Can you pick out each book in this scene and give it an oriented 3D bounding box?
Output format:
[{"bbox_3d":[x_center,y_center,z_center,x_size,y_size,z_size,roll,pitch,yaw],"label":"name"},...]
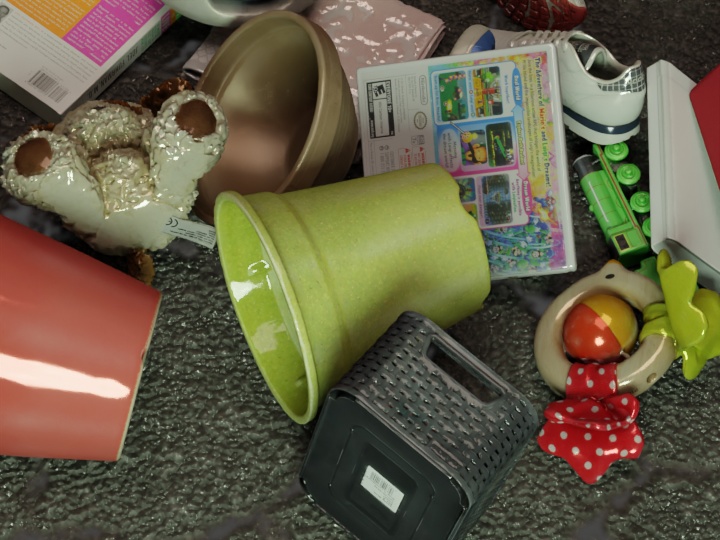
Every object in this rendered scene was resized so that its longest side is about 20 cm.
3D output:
[{"bbox_3d":[-0.269,-0.238,1.817,0.133,0.048,0.200,34,61,15],"label":"book"}]

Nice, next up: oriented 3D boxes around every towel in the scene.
[{"bbox_3d":[-0.045,-0.212,1.824,0.199,0.032,0.192,25,57,12],"label":"towel"}]

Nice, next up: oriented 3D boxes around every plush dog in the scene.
[{"bbox_3d":[-0.214,-0.091,1.680,0.198,0.161,0.172,-15,38,-7],"label":"plush dog"}]

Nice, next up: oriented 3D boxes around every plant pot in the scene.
[{"bbox_3d":[0.000,0.000,1.574,0.183,0.201,0.201,-21,59,-15],"label":"plant pot"},{"bbox_3d":[-0.261,0.063,1.532,0.176,0.201,0.202,15,55,-5],"label":"plant pot"},{"bbox_3d":[-0.067,-0.122,1.697,0.092,0.201,0.202,20,45,-39],"label":"plant pot"}]

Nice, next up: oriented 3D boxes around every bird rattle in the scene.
[{"bbox_3d":[0.217,0.073,1.621,0.200,0.113,0.163,-47,43,0],"label":"bird rattle"}]

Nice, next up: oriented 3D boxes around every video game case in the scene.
[{"bbox_3d":[0.092,-0.090,1.675,0.180,0.024,0.202,-6,82,12],"label":"video game case"}]

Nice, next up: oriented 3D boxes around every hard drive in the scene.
[{"bbox_3d":[0.308,-0.078,1.717,0.131,0.026,0.201,31,47,-33],"label":"hard drive"}]

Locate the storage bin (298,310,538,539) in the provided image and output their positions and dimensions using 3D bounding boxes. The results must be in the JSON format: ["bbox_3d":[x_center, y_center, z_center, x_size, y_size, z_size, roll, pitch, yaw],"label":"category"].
[{"bbox_3d":[0.041,0.141,1.478,0.135,0.200,0.094,39,61,11],"label":"storage bin"}]

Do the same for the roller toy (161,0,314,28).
[{"bbox_3d":[-0.119,-0.323,1.795,0.199,0.140,0.183,26,46,18],"label":"roller toy"}]

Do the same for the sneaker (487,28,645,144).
[{"bbox_3d":[0.181,-0.194,1.783,0.199,0.081,0.076,26,47,27],"label":"sneaker"}]

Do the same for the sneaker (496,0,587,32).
[{"bbox_3d":[0.156,-0.314,1.882,0.082,0.078,0.200,-30,63,-24],"label":"sneaker"}]

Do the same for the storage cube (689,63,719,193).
[{"bbox_3d":[0.424,-0.121,1.674,0.170,0.180,0.201,14,50,-32],"label":"storage cube"}]

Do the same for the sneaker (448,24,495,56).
[{"bbox_3d":[0.118,-0.125,1.739,0.110,0.077,0.201,15,66,12],"label":"sneaker"}]

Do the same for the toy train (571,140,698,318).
[{"bbox_3d":[0.246,-0.034,1.721,0.056,0.042,0.201,-19,59,-4],"label":"toy train"}]
